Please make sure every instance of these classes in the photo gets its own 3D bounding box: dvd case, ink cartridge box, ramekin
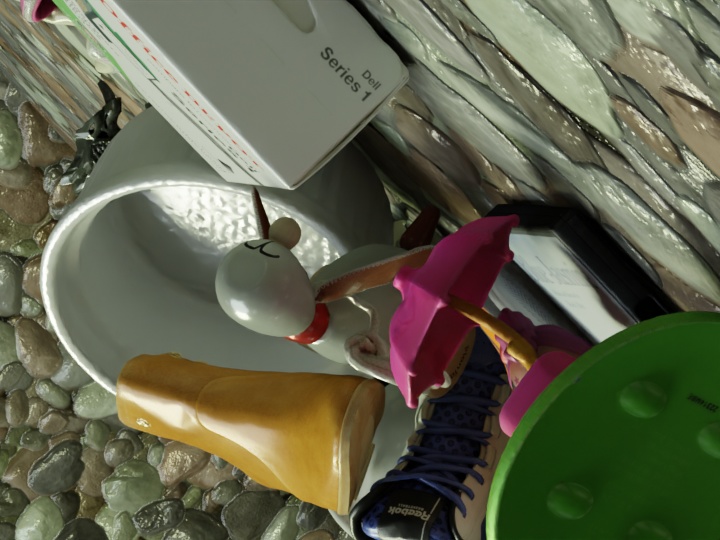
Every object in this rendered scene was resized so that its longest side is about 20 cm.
[{"bbox_3d":[0.144,0.044,1.222,0.200,0.018,0.143,46,174,-9],"label":"dvd case"},{"bbox_3d":[-0.070,-0.118,1.259,0.146,0.084,0.200,46,174,-10],"label":"ink cartridge box"},{"bbox_3d":[-0.075,-0.008,1.467,0.200,0.200,0.098,49,-145,-29],"label":"ramekin"}]

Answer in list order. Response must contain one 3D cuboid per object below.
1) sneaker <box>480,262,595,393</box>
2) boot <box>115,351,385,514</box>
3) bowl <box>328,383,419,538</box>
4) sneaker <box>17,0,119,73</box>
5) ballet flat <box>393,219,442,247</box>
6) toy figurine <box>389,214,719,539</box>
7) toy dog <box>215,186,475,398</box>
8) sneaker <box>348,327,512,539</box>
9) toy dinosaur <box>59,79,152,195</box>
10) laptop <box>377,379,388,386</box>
[{"bbox_3d":[0.101,0.094,1.319,0.200,0.112,0.078,47,-160,-7],"label":"sneaker"},{"bbox_3d":[-0.064,0.080,1.380,0.144,0.071,0.201,18,168,2],"label":"boot"},{"bbox_3d":[0.082,0.105,1.508,0.201,0.090,0.201,10,-158,-4],"label":"bowl"},{"bbox_3d":[-0.177,-0.192,1.459,0.200,0.088,0.081,44,173,14],"label":"sneaker"},{"bbox_3d":[0.036,0.006,1.539,0.200,0.068,0.072,-143,30,-73],"label":"ballet flat"},{"bbox_3d":[0.096,0.051,1.126,0.200,0.150,0.184,26,-167,-38],"label":"toy figurine"},{"bbox_3d":[0.000,0.000,1.300,0.132,0.096,0.200,21,178,4],"label":"toy dog"},{"bbox_3d":[0.052,0.109,1.372,0.081,0.200,0.115,12,180,18],"label":"sneaker"},{"bbox_3d":[-0.094,-0.066,1.560,0.136,0.200,0.102,28,-162,32],"label":"toy dinosaur"},{"bbox_3d":[0.020,0.055,1.700,0.177,0.103,0.200,46,174,-1],"label":"laptop"}]
